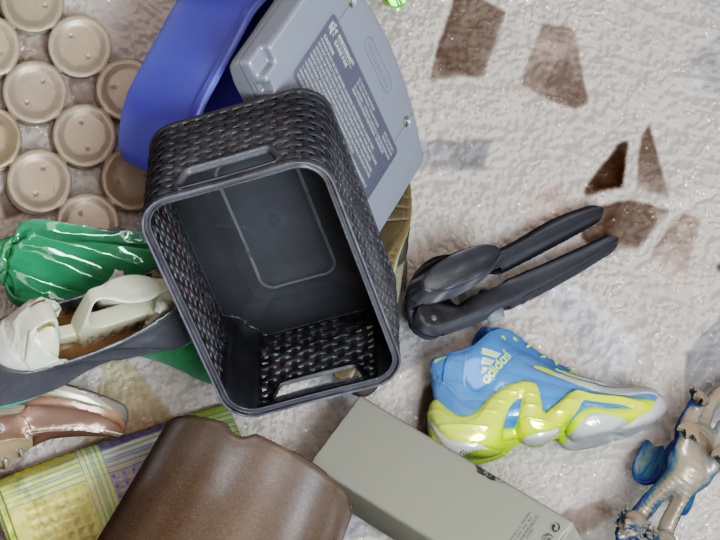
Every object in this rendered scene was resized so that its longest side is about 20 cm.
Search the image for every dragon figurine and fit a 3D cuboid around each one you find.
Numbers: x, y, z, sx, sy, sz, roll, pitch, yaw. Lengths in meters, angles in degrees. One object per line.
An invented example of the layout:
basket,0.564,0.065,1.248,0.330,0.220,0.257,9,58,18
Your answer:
dragon figurine,0.250,0.149,1.543,0.059,0.100,0.200,34,32,0

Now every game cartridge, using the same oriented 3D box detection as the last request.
game cartridge,-0.019,-0.120,1.443,0.134,0.041,0.201,-62,140,-35

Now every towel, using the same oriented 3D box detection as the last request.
towel,-0.167,0.194,1.476,0.199,0.023,0.145,-20,85,-15

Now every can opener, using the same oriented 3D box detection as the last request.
can opener,0.120,0.002,1.552,0.199,0.078,0.064,-18,91,-27

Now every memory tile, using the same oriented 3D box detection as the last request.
memory tile,-0.231,-0.119,1.514,0.200,0.017,0.154,42,75,-4

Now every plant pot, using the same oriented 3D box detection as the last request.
plant pot,-0.108,0.223,1.384,0.199,0.200,0.199,29,68,-7

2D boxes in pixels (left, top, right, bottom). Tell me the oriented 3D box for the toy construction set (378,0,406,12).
toy construction set,-0.020,-0.272,1.546,0.199,0.092,0.132,32,100,2

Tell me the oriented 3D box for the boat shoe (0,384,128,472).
boat shoe,-0.269,0.112,1.444,0.198,0.076,0.073,5,84,-2

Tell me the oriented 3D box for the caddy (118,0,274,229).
caddy,-0.086,-0.123,1.468,0.104,0.141,0.201,16,72,33

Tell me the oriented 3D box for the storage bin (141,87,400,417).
storage bin,-0.059,-0.010,1.381,0.134,0.094,0.201,-15,127,9

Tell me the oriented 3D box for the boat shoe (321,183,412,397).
boat shoe,0.000,0.000,1.523,0.072,0.065,0.202,7,66,1

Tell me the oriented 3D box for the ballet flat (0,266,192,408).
ballet flat,-0.204,0.040,1.405,0.198,0.073,0.074,-16,85,-19

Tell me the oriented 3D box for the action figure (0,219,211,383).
action figure,-0.192,0.006,1.475,0.198,0.055,0.119,13,99,-16

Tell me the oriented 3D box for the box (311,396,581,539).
box,0.065,0.177,1.451,0.199,0.082,0.069,30,73,28

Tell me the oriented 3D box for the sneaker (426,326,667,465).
sneaker,0.141,0.087,1.535,0.198,0.076,0.106,-6,72,-23
